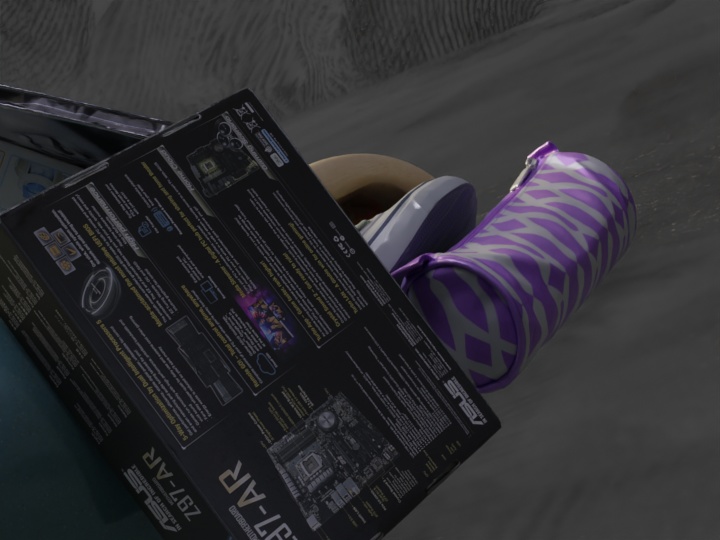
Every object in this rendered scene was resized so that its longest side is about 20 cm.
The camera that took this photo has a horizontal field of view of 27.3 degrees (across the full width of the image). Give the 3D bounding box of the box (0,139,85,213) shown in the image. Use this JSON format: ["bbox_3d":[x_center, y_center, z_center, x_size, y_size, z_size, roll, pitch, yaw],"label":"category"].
[{"bbox_3d":[-0.196,-0.004,0.835,0.112,0.198,0.103,141,147,-70],"label":"box"}]

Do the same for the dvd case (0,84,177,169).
[{"bbox_3d":[-0.160,-0.068,0.803,0.198,0.016,0.149,14,-9,18],"label":"dvd case"}]

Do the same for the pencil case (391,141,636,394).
[{"bbox_3d":[0.093,-0.007,0.844,0.083,0.086,0.200,-25,10,34],"label":"pencil case"}]

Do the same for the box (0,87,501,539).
[{"bbox_3d":[-0.049,0.034,0.647,0.160,0.201,0.043,-35,-4,-44],"label":"box"}]

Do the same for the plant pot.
[{"bbox_3d":[-0.134,0.082,0.701,0.133,0.203,0.200,-2,5,-15],"label":"plant pot"}]

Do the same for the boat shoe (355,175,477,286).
[{"bbox_3d":[0.000,0.000,0.821,0.066,0.074,0.200,13,33,24],"label":"boat shoe"}]

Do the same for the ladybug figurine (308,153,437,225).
[{"bbox_3d":[-0.016,0.006,0.900,0.199,0.137,0.072,-24,-3,-39],"label":"ladybug figurine"}]
